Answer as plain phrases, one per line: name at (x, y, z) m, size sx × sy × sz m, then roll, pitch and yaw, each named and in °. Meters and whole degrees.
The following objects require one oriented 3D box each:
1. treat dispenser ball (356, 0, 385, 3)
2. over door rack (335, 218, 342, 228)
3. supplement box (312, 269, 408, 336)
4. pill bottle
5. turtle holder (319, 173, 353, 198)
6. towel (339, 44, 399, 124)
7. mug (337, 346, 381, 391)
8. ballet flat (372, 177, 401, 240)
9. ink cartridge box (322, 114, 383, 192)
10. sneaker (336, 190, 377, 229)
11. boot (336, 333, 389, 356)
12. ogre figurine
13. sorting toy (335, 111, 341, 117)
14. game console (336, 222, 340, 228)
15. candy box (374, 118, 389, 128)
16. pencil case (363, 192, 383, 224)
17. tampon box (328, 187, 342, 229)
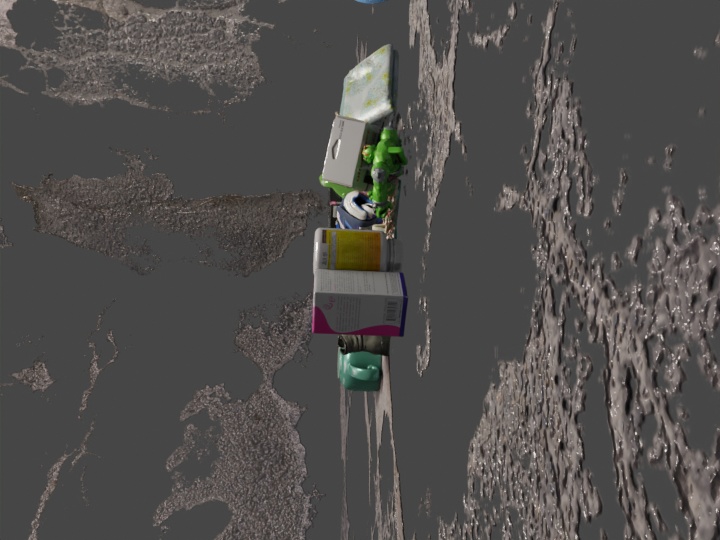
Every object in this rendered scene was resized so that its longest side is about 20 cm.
treat dispenser ball at (0.024, -0.673, 1.481) m, size 0.201 × 0.195 × 0.207 m, roll -178°, pitch 90°, yaw -85°
over door rack at (-0.016, -0.031, 1.934) m, size 0.200 × 0.066 × 0.149 m, roll 48°, pitch 153°, yaw 22°
supplement box at (-0.004, 0.068, 1.491) m, size 0.104 × 0.194 × 0.104 m, roll -97°, pitch 11°, yaw -60°
pill bottle at (-0.006, -0.035, 1.554) m, size 0.109 × 0.194 × 0.113 m, roll -178°, pitch 90°, yaw -85°
turtle holder at (-0.025, -0.277, 2.101) m, size 0.185 × 0.141 × 0.132 m, roll -40°, pitch 10°, yaw 23°
towel at (0.021, -0.443, 1.738) m, size 0.169 × 0.048 × 0.205 m, roll -23°, pitch 54°, yaw 41°
mug at (-0.004, 0.248, 1.926) m, size 0.186 × 0.111 × 0.156 m, roll 101°, pitch 170°, yaw -64°
ballet flat at (0.058, -0.120, 1.634) m, size 0.076 × 0.062 × 0.206 m, roll -117°, pitch 29°, yaw -78°
ink cartridge box at (0.003, -0.260, 1.617) m, size 0.199 × 0.082 × 0.148 m, roll 1°, pitch -77°, yaw -65°
sneaker at (0.019, -0.104, 1.756) m, size 0.202 × 0.080 × 0.146 m, roll 57°, pitch 156°, yaw 1°
boot at (0.002, 0.162, 1.784) m, size 0.200 × 0.127 × 0.070 m, roll -108°, pitch 22°, yaw -77°
ogre figurine at (0.058, -0.233, 1.537) m, size 0.202 × 0.096 × 0.121 m, roll -57°, pitch -22°, yaw -21°
sorting toy at (0.004, -0.331, 1.921) m, size 0.183 × 0.036 × 0.206 m, roll -13°, pitch -84°, yaw -55°
game console at (0.000, 0.000, 1.801) m, size 0.202 × 0.166 × 0.120 m, roll 93°, pitch -166°, yaw -54°
candy box at (0.026, -0.345, 1.822) m, size 0.137 × 0.060 × 0.204 m, roll 103°, pitch -175°, yaw -66°
pencil case at (0.037, -0.178, 1.821) m, size 0.202 × 0.086 × 0.090 m, roll 102°, pitch 169°, yaw -56°
tampon box at (-0.028, -0.203, 2.203) m, size 0.202 × 0.145 × 0.129 m, roll -95°, pitch 8°, yaw -53°
